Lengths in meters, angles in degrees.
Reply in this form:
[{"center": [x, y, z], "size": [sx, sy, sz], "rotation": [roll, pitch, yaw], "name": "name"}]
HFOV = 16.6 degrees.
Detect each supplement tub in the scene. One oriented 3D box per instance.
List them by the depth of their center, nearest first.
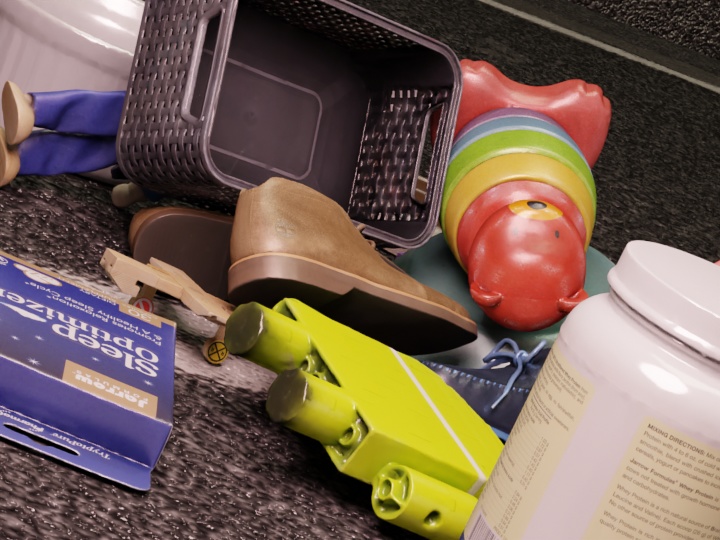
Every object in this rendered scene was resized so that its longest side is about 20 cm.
[{"center": [0.146, 0.102, 1.253], "size": [0.144, 0.201, 0.145], "rotation": [24, 14, -6], "name": "supplement tub"}]

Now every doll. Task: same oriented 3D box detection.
[{"center": [-0.140, -0.084, 1.607], "size": [0.198, 0.137, 0.049], "rotation": [-1, 51, -26], "name": "doll"}]

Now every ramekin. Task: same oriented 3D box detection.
[{"center": [-0.193, -0.138, 1.746], "size": [0.199, 0.098, 0.201], "rotation": [24, 14, -6], "name": "ramekin"}]

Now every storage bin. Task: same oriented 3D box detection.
[{"center": [-0.043, -0.099, 1.560], "size": [0.199, 0.136, 0.093], "rotation": [19, -12, -41], "name": "storage bin"}]

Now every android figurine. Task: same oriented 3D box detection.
[{"center": [0.013, 0.083, 1.369], "size": [0.199, 0.041, 0.182], "rotation": [28, 18, -43], "name": "android figurine"}]

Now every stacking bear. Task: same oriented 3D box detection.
[{"center": [0.103, -0.035, 1.590], "size": [0.120, 0.114, 0.201], "rotation": [10, 30, -6], "name": "stacking bear"}]

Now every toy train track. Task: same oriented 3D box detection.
[{"center": [-0.069, 0.042, 1.461], "size": [0.199, 0.033, 0.115], "rotation": [25, 6, -26], "name": "toy train track"}]

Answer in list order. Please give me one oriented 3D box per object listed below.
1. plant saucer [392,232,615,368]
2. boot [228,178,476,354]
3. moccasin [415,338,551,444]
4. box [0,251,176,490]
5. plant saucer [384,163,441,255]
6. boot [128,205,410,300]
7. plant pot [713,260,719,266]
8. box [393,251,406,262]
[{"center": [0.102, 0.019, 1.647], "size": [0.198, 0.036, 0.201], "rotation": [3, 32, -2], "name": "plant saucer"}, {"center": [0.000, 0.000, 1.487], "size": [0.199, 0.073, 0.076], "rotation": [23, 54, -45], "name": "boot"}, {"center": [0.108, 0.078, 1.525], "size": [0.199, 0.069, 0.080], "rotation": [19, -1, -39], "name": "moccasin"}, {"center": [-0.155, 0.047, 1.284], "size": [0.120, 0.033, 0.200], "rotation": [23, 15, -10], "name": "box"}, {"center": [0.049, -0.042, 1.959], "size": [0.199, 0.032, 0.200], "rotation": [24, 13, -6], "name": "plant saucer"}, {"center": [-0.053, -0.003, 1.569], "size": [0.199, 0.074, 0.075], "rotation": [18, 9, -17], "name": "boot"}, {"center": [0.242, 0.117, 1.430], "size": [0.177, 0.201, 0.200], "rotation": [45, 22, 28], "name": "plant pot"}, {"center": [0.124, 0.040, 1.768], "size": [0.137, 0.039, 0.199], "rotation": [35, 18, 34], "name": "box"}]
